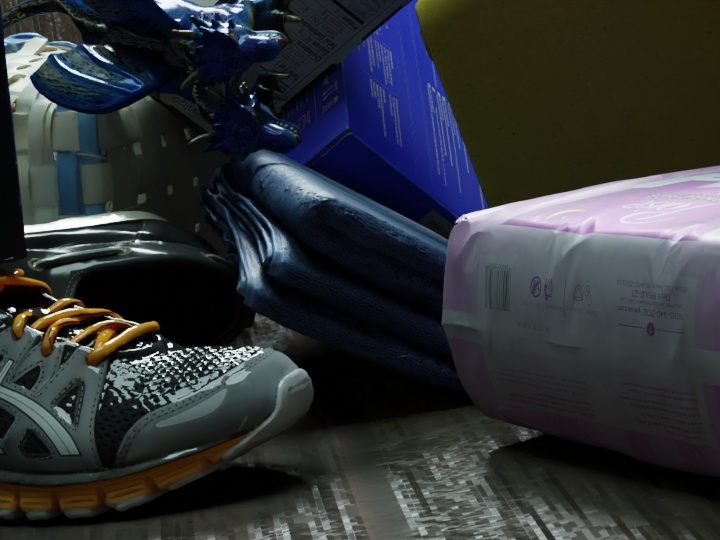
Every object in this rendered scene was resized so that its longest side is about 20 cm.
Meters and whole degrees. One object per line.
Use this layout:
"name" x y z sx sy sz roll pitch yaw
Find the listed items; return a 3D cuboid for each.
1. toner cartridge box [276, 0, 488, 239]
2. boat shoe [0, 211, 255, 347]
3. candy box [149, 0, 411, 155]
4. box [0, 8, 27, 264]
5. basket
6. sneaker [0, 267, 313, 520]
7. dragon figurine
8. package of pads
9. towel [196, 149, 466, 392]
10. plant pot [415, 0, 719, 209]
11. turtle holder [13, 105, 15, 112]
"toner cartridge box" 0.007 -0.080 1.174 0.043 0.095 0.200 -38 30 23
"boat shoe" -0.133 0.024 0.994 0.200 0.072 0.068 -15 31 -34
"candy box" -0.009 -0.160 1.124 0.200 0.061 0.137 -37 32 26
"box" -0.168 -0.078 0.928 0.079 0.142 0.200 -4 8 -12
"basket" -0.165 -0.033 1.176 0.199 0.140 0.176 5 12 28
"sneaker" -0.110 0.036 0.853 0.199 0.078 0.078 -4 7 24
"dragon figurine" -0.092 -0.092 1.040 0.200 0.059 0.099 19 13 29
"package of pads" 0.119 0.012 0.770 0.120 0.076 0.200 -11 8 -24
"towel" 0.000 0.000 0.987 0.111 0.049 0.200 26 3 -12
"plant pot" 0.125 -0.073 1.017 0.176 0.201 0.200 -20 7 6
"turtle holder" -0.247 -0.043 1.354 0.185 0.141 0.132 -9 9 -12
